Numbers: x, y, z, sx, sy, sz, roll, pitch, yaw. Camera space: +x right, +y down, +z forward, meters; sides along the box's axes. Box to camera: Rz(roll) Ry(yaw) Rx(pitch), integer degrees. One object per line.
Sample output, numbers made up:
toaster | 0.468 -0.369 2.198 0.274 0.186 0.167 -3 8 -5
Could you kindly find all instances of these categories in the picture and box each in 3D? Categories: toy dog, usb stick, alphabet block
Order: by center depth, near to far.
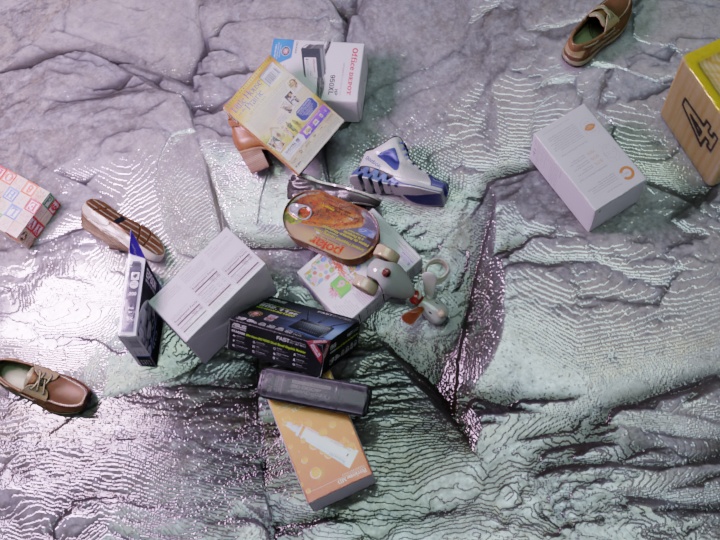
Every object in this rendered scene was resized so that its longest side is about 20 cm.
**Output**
usb stick | -0.079 0.209 1.565 0.197 0.033 0.056 9 76 8
toy dog | 0.087 0.031 1.664 0.198 0.096 0.134 12 91 -17
alphabet block | 0.719 -0.316 1.736 0.194 0.200 0.198 -25 68 -6

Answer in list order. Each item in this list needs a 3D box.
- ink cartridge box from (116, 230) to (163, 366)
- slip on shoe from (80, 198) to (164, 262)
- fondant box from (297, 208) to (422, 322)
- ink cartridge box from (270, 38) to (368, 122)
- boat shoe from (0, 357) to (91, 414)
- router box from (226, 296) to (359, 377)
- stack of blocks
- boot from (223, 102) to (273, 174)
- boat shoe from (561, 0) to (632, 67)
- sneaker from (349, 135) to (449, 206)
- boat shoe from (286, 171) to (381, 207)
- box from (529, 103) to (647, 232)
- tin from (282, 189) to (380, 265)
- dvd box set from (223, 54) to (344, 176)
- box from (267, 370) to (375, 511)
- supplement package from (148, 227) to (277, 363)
ink cartridge box | -0.401 0.056 1.686 0.043 0.198 0.202 1 69 -1
slip on shoe | -0.479 -0.067 1.819 0.199 0.076 0.061 32 114 8
fondant box | 0.000 0.000 1.749 0.200 0.058 0.144 -40 70 -12
ink cartridge box | -0.090 -0.398 1.900 0.197 0.084 0.146 4 69 6
boat shoe | -0.606 0.214 1.706 0.198 0.074 0.076 14 70 10
router box | -0.120 0.115 1.646 0.198 0.150 0.063 14 109 22
stack of blocks | -0.736 -0.144 1.868 0.198 0.059 0.116 28 73 14
boot | -0.169 -0.304 1.848 0.198 0.077 0.157 -22 98 8
boat shoe | 0.499 -0.509 1.891 0.075 0.074 0.200 37 76 17
sneaker | 0.085 -0.207 1.812 0.197 0.081 0.116 14 72 12
boat shoe | -0.055 -0.145 1.813 0.198 0.067 0.058 18 90 17
box | 0.439 -0.200 1.769 0.124 0.098 0.201 -30 68 -8
tin | -0.055 -0.081 1.738 0.198 0.042 0.113 24 67 18
dvd box set | -0.151 -0.306 1.799 0.199 0.029 0.147 40 80 -3
box | -0.068 0.300 1.606 0.123 0.098 0.202 -23 69 -5
supplement package | -0.271 0.049 1.699 0.111 0.156 0.200 42 77 16
